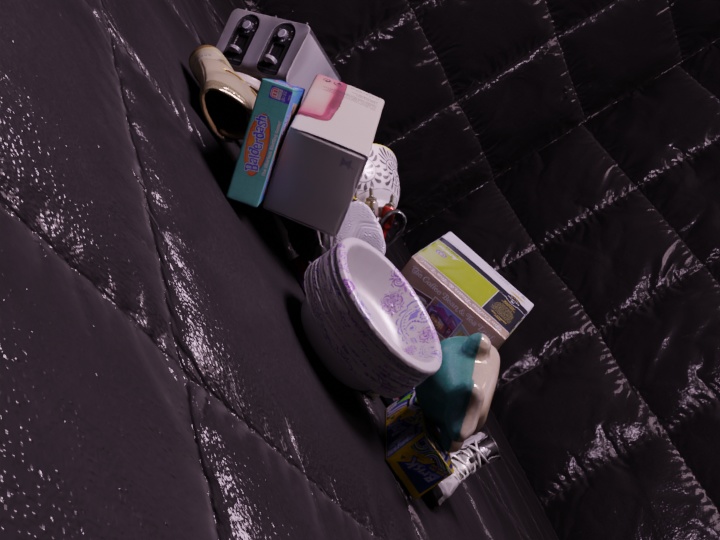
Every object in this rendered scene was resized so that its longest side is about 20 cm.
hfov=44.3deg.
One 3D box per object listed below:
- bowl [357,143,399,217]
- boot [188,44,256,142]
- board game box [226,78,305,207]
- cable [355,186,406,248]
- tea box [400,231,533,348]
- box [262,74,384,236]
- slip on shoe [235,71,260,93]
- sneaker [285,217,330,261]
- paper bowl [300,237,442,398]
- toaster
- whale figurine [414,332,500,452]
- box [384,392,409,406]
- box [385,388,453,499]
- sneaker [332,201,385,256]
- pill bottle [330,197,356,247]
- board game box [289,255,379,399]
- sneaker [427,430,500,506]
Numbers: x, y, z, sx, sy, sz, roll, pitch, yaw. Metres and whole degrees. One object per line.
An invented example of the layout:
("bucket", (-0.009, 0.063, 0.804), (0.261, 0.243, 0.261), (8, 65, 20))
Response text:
("bowl", (-0.003, -0.113, 1.533), (0.095, 0.200, 0.201), (59, 6, 29))
("boot", (-0.173, -0.223, 1.301), (0.200, 0.072, 0.156), (52, 9, -37))
("board game box", (-0.122, -0.174, 1.172), (0.045, 0.154, 0.200), (18, 10, -4))
("cable", (0.020, -0.034, 1.464), (0.050, 0.096, 0.202), (-82, 180, -77))
("tea box", (0.158, 0.064, 1.490), (0.200, 0.134, 0.196), (42, 26, 11))
("box", (-0.047, -0.161, 1.202), (0.108, 0.129, 0.201), (21, 32, -4))
("slip on shoe", (-0.178, -0.277, 1.573), (0.200, 0.075, 0.061), (41, 60, -48))
("sneaker", (-0.064, -0.088, 1.271), (0.089, 0.070, 0.201), (3, 39, -30))
("paper bowl", (0.004, 0.067, 1.105), (0.201, 0.104, 0.201), (46, 21, -23))
("toaster", (-0.148, -0.364, 1.610), (0.180, 0.120, 0.200), (22, -13, 27))
("whale figurine", (0.118, 0.152, 1.130), (0.103, 0.161, 0.200), (16, 9, 7))
("box", (0.064, 0.179, 1.417), (0.160, 0.046, 0.200), (59, 6, -6))
("box", (0.077, 0.230, 1.209), (0.070, 0.064, 0.200), (54, 8, -7))
("sneaker", (0.000, 0.000, 1.290), (0.114, 0.075, 0.202), (-134, -146, -84))
("pill bottle", (-0.061, -0.095, 1.404), (0.201, 0.114, 0.114), (60, 7, 12))
("board game box", (-0.030, 0.079, 1.250), (0.201, 0.032, 0.120), (62, 3, 24))
("sneaker", (0.142, 0.274, 1.290), (0.076, 0.115, 0.200), (60, 7, 7))
